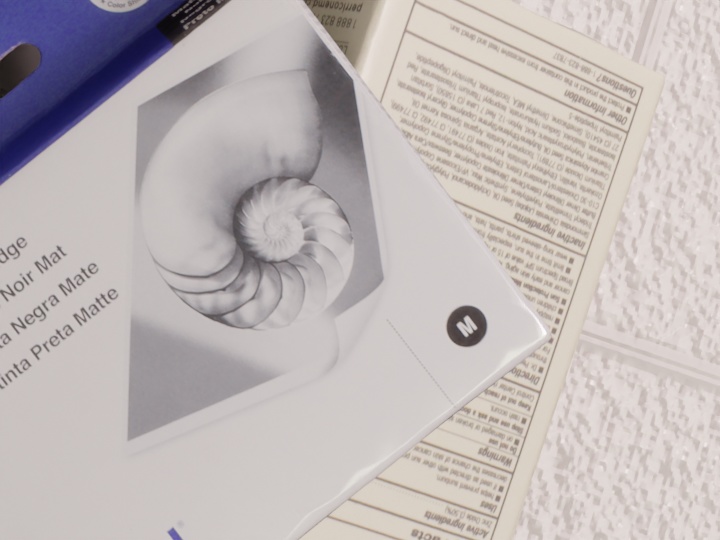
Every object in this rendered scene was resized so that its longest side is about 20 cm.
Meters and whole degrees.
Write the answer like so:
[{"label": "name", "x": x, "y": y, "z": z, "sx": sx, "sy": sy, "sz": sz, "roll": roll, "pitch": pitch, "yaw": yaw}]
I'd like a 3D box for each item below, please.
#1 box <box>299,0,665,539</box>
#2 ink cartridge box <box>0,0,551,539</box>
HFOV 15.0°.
[{"label": "box", "x": 0.000, "y": 0.000, "z": 0.944, "sx": 0.127, "sy": 0.109, "sz": 0.201, "roll": 22, "pitch": 86, "yaw": -35}, {"label": "ink cartridge box", "x": -0.076, "y": 0.003, "z": 0.845, "sx": 0.199, "sy": 0.041, "sz": 0.200, "roll": -39, "pitch": 87, "yaw": -2}]
